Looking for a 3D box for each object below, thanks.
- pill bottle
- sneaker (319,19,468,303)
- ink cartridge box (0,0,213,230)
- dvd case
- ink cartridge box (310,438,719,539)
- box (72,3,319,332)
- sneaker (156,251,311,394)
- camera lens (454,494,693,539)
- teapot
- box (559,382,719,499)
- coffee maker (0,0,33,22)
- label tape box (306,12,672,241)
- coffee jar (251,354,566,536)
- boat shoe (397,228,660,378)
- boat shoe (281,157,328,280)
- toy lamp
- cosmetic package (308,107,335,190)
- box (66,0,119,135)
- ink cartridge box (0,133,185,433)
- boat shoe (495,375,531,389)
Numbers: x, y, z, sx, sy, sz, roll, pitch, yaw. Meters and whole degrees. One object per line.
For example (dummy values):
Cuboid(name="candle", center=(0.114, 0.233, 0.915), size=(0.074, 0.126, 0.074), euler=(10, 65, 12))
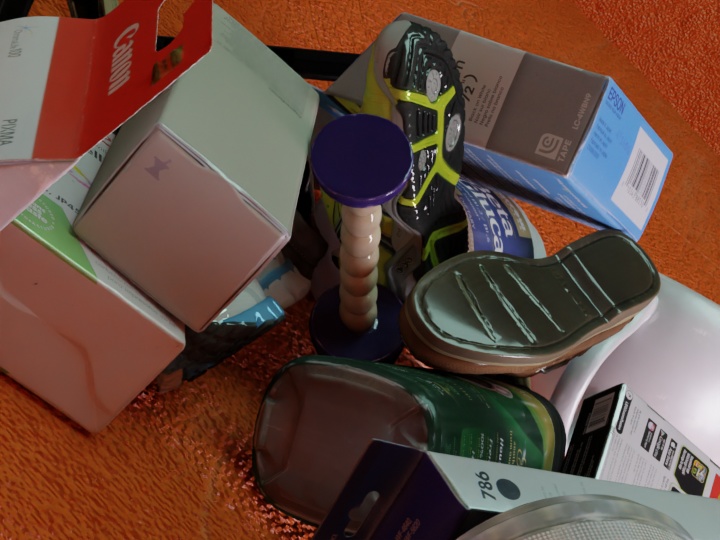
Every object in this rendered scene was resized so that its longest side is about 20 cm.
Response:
Cuboid(name="pill bottle", center=(0.052, -0.008, 1.360), size=(0.111, 0.111, 0.200), euler=(51, 17, 18))
Cuboid(name="sneaker", center=(0.012, -0.050, 1.121), size=(0.076, 0.201, 0.076), euler=(18, 48, 20))
Cuboid(name="ink cartridge box", center=(-0.149, -0.070, 0.859), size=(0.057, 0.200, 0.163), euler=(41, 17, -21))
Cuboid(name="dvd case", center=(-0.054, -0.135, 1.341), size=(0.198, 0.018, 0.142), euler=(8, 5, 23))
Cuboid(name="ink cartridge box", center=(0.076, 0.141, 0.995), size=(0.198, 0.100, 0.039), euler=(12, 38, -24))
Cuboid(name="box", center=(-0.074, -0.055, 0.996), size=(0.082, 0.068, 0.200), euler=(40, 19, -11))
Cuboid(name="sneaker", center=(-0.083, 0.002, 1.059), size=(0.087, 0.075, 0.200), euler=(61, 8, -6))
Cuboid(name="camera lens", center=(0.105, 0.210, 0.897), size=(0.160, 0.160, 0.201), euler=(33, 21, -36))
Cuboid(name="teapot", center=(0.183, 0.085, 1.387), size=(0.199, 0.147, 0.197), euler=(32, -4, -20))
Cuboid(name="box", center=(0.143, 0.173, 1.118), size=(0.110, 0.035, 0.201), euler=(40, 50, -21))
Cuboid(name="coffee maker", center=(-0.221, -0.210, 1.043), size=(0.133, 0.194, 0.200), euler=(-3, 31, -9))
Cuboid(name="label tape box", center=(0.067, -0.092, 1.207), size=(0.199, 0.067, 0.143), euler=(24, -4, 27))
Cuboid(name="coffee jar", center=(0.032, 0.095, 1.093), size=(0.104, 0.086, 0.200), euler=(14, 2, 28))
Cuboid(name="boat shoe", center=(0.087, 0.032, 1.142), size=(0.199, 0.068, 0.072), euler=(-8, 60, -45))
Cuboid(name="boat shoe", center=(-0.055, -0.044, 1.261), size=(0.070, 0.070, 0.200), euler=(35, 18, -28))
Cuboid(name="toy lamp", center=(0.000, 0.000, 1.086), size=(0.058, 0.058, 0.201), euler=(54, -18, 26))
Cuboid(name="cosmetic package", center=(0.057, -0.089, 1.383), size=(0.151, 0.198, 0.052), euler=(46, 41, -83))
Cuboid(name="box", center=(-0.143, -0.125, 1.162), size=(0.201, 0.021, 0.165), euler=(-107, -175, -56))
Cuboid(name="ink cartridge box", center=(-0.148, -0.025, 0.992), size=(0.117, 0.067, 0.200), euler=(38, 19, -23))
Cuboid(name="boat shoe", center=(0.080, 0.102, 1.250), size=(0.074, 0.066, 0.200), euler=(38, 18, -23))
